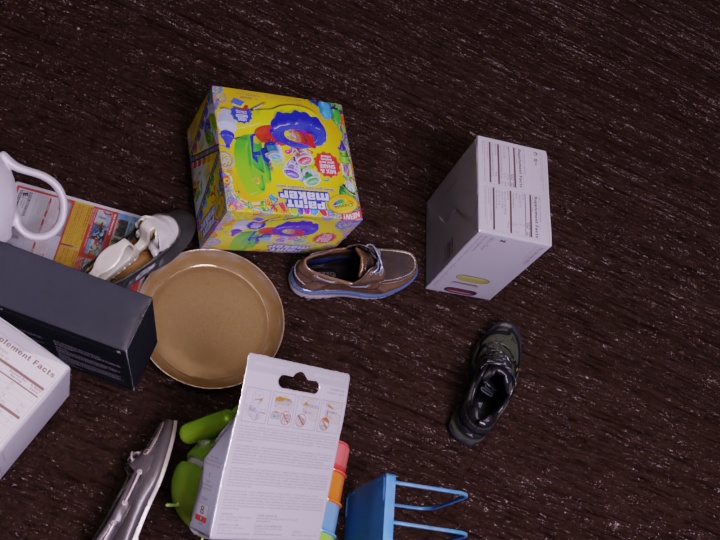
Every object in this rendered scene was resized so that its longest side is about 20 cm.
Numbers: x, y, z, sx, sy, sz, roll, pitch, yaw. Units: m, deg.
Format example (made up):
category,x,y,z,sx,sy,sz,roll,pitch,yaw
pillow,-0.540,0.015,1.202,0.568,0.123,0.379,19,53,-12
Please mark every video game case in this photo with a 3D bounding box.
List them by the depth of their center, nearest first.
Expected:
category,x,y,z,sx,sy,sz,roll,pitch,yaw
video game case,-0.382,-0.029,1.134,0.199,0.017,0.143,16,62,-12

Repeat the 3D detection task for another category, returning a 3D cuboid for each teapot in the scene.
category,x,y,z,sx,sy,sz,roll,pitch,yaw
teapot,-0.496,-0.058,1.034,0.197,0.199,0.146,-48,123,-51

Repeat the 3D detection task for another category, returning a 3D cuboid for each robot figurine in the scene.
category,x,y,z,sx,sy,sz,roll,pitch,yaw
robot figurine,-0.145,0.239,1.034,0.200,0.116,0.176,-44,116,-30

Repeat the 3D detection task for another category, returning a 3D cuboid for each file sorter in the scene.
category,x,y,z,sx,sy,sz,roll,pitch,yaw
file sorter,0.054,0.368,1.032,0.122,0.139,0.201,13,62,-16

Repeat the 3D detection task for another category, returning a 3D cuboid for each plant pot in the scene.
category,x,y,z,sx,sy,sz,roll,pitch,yaw
plant pot,-0.203,0.066,1.147,0.199,0.027,0.201,8,63,-16

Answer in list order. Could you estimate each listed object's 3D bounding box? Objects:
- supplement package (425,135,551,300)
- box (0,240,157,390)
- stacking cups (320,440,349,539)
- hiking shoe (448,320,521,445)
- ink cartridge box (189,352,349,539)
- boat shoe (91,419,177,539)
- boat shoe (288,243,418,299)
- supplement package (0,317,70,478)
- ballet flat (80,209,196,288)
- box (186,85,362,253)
category,x,y,z,sx,sy,sz,roll,pitch,yaw
supplement package,0.181,-0.070,1.244,0.110,0.200,0.156,10,64,-14
box,-0.352,0.056,1.018,0.199,0.141,0.079,21,64,-1
stacking cups,-0.056,0.310,1.067,0.060,0.061,0.201,16,60,-11
hiking shoe,0.196,0.150,1.203,0.076,0.101,0.200,28,60,-6
ink cartridge box,-0.099,0.203,0.967,0.162,0.050,0.201,18,77,-43
boat shoe,-0.273,0.265,1.007,0.057,0.067,0.201,23,64,-13
boat shoe,0.000,0.000,1.222,0.199,0.072,0.072,-9,70,-23
supplement package,-0.438,0.170,0.964,0.117,0.117,0.200,35,59,-1
ballet flat,-0.289,-0.026,1.114,0.068,0.068,0.200,37,58,11
box,-0.124,-0.135,1.199,0.199,0.122,0.193,2,66,-29
